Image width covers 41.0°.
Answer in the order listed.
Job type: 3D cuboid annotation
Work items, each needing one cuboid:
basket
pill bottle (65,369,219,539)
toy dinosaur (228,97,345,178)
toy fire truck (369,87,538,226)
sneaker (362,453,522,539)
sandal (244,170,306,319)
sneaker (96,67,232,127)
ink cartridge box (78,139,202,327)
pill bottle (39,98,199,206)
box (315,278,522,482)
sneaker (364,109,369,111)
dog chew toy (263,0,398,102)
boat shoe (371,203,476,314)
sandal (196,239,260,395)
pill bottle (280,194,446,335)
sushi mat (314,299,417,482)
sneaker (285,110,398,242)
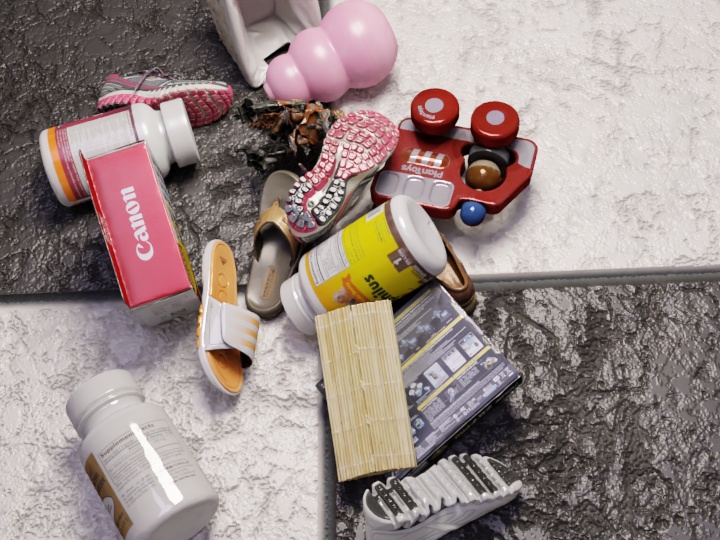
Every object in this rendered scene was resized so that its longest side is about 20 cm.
[{"bbox_3d":[-0.146,-0.392,1.390,0.135,0.201,0.124,-30,60,-12],"label":"basket"},{"bbox_3d":[-0.260,0.220,1.122,0.114,0.115,0.200,-33,65,-13],"label":"pill bottle"},{"bbox_3d":[-0.099,-0.193,1.321,0.135,0.199,0.103,-23,92,-31],"label":"toy dinosaur"},{"bbox_3d":[0.127,-0.135,1.278,0.198,0.112,0.169,14,61,12],"label":"toy fire truck"},{"bbox_3d":[0.092,0.268,1.103,0.198,0.082,0.075,-9,33,-22],"label":"sneaker"},{"bbox_3d":[-0.115,-0.039,1.262,0.081,0.055,0.202,10,76,20],"label":"sandal"},{"bbox_3d":[-0.283,-0.258,1.393,0.198,0.081,0.075,-1,60,4],"label":"sneaker"},{"bbox_3d":[-0.270,-0.048,1.201,0.083,0.176,0.202,-19,80,-7],"label":"ink cartridge box"},{"bbox_3d":[-0.330,-0.167,1.331,0.198,0.110,0.110,-17,62,-5],"label":"pill bottle"},{"bbox_3d":[0.069,0.135,1.156,0.200,0.049,0.161,-42,70,-1],"label":"box"},{"bbox_3d":[-0.038,-0.138,1.312,0.070,0.082,0.201,30,71,19],"label":"sneaker"},{"bbox_3d":[-0.048,-0.301,1.382,0.199,0.125,0.125,-29,64,-2],"label":"dog chew toy"},{"bbox_3d":[0.084,-0.031,1.256,0.072,0.068,0.201,-32,65,-13],"label":"boat shoe"},{"bbox_3d":[-0.162,0.050,1.209,0.059,0.079,0.209,-17,65,26],"label":"sandal"},{"bbox_3d":[0.000,0.000,1.191,0.199,0.109,0.110,-31,60,21],"label":"pill bottle"},{"bbox_3d":[0.005,0.139,1.131,0.095,0.012,0.202,-12,76,12],"label":"sushi mat"},{"bbox_3d":[-0.028,-0.123,1.226,0.080,0.075,0.200,38,72,11],"label":"sneaker"}]
